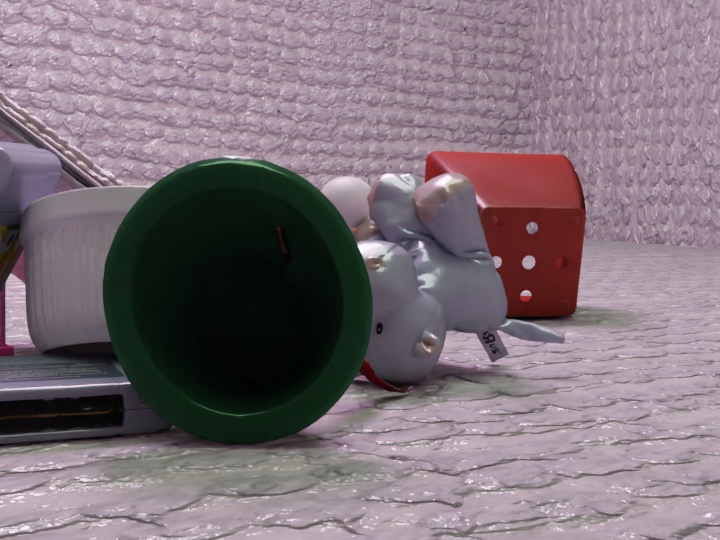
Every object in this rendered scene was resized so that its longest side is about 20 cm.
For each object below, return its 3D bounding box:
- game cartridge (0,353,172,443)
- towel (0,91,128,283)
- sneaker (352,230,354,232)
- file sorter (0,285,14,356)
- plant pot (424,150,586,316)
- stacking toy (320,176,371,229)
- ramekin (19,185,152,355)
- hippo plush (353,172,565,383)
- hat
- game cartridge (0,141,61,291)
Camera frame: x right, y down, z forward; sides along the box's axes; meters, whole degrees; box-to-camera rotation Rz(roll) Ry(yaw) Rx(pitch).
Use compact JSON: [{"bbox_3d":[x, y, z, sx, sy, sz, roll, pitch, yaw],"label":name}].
[{"bbox_3d":[-0.227,0.082,0.701,0.197,0.042,0.133,-1,1,-23],"label":"game cartridge"},{"bbox_3d":[-0.280,-0.041,0.975,0.199,0.192,0.032,36,46,2],"label":"towel"},{"bbox_3d":[0.000,0.000,1.286,0.197,0.078,0.082,21,14,-9],"label":"sneaker"},{"bbox_3d":[-0.415,0.014,0.911,0.198,0.128,0.138,-2,5,-38],"label":"file sorter"},{"bbox_3d":[0.189,-0.034,1.363,0.196,0.203,0.176,1,16,-8],"label":"plant pot"},{"bbox_3d":[-0.075,-0.025,0.996,0.197,0.148,0.146,-24,2,6],"label":"stacking toy"},{"bbox_3d":[-0.162,0.016,0.821,0.196,0.107,0.200,0,-14,0],"label":"ramekin"},{"bbox_3d":[0.036,0.030,0.913,0.158,0.202,0.160,-21,13,48],"label":"hippo plush"},{"bbox_3d":[-0.072,0.032,0.738,0.164,0.202,0.176,-26,-1,-2],"label":"hat"},{"bbox_3d":[-0.297,-0.001,0.799,0.040,0.202,0.133,30,5,3],"label":"game cartridge"}]
